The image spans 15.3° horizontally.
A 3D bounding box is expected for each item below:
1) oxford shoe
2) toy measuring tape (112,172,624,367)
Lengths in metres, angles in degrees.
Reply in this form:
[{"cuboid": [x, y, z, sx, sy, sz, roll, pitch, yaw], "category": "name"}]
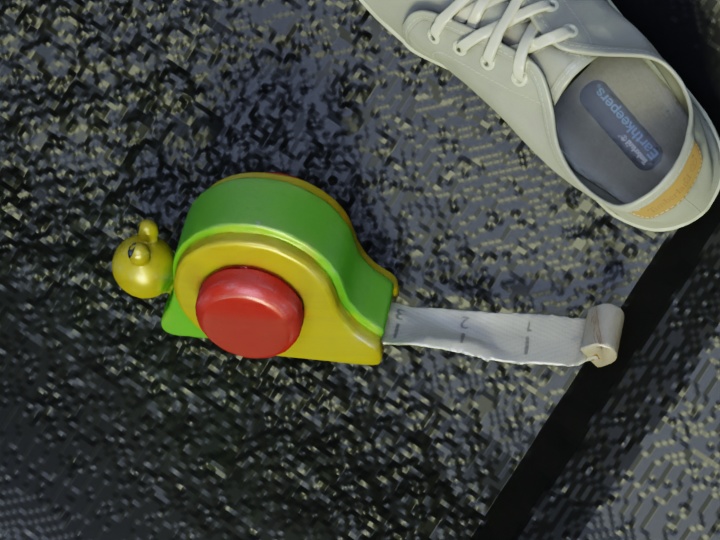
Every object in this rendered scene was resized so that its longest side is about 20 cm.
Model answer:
[{"cuboid": [0.060, -0.094, 1.020, 0.200, 0.058, 0.075, 45, 99, 8], "category": "oxford shoe"}, {"cuboid": [0.000, 0.000, 1.019, 0.199, 0.074, 0.074, 5, 91, 11], "category": "toy measuring tape"}]
